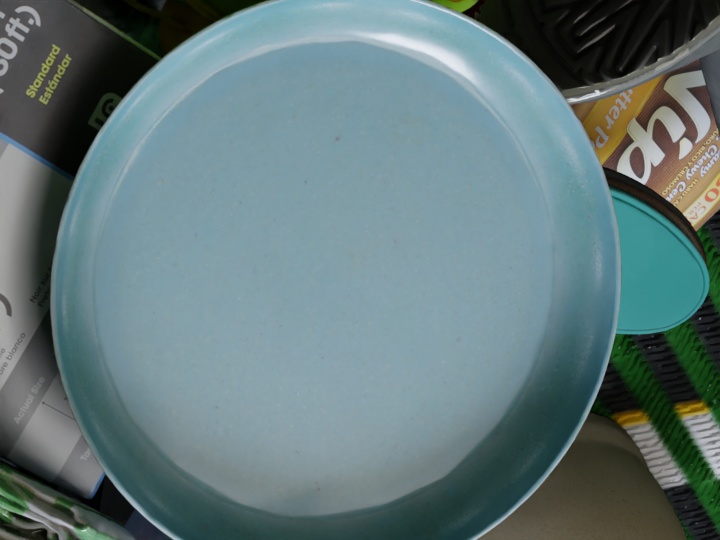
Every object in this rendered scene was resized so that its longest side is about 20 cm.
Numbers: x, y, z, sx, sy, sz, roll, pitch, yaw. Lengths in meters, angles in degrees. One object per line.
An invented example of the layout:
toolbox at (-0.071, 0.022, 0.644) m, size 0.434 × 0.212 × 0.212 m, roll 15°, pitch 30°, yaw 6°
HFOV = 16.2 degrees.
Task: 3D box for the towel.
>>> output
towel at (-0.168, 0.050, 0.838) m, size 0.024 × 0.199 × 0.153 m, roll -63°, pitch 173°, yaw -6°

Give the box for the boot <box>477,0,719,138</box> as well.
boot at (0.143, -0.078, 1.001) m, size 0.181 × 0.073 × 0.200 m, roll -24°, pitch 156°, yaw 1°

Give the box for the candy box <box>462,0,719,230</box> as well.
candy box at (0.103, -0.085, 1.060) m, size 0.115 × 0.055 × 0.200 m, roll -44°, pitch 141°, yaw 10°

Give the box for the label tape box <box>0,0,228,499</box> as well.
label tape box at (-0.142, -0.032, 0.845) m, size 0.199 × 0.066 × 0.144 m, roll 32°, pitch 86°, yaw -34°

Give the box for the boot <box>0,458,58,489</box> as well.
boot at (-0.192, 0.120, 1.006) m, size 0.199 × 0.065 × 0.166 m, roll 8°, pitch 107°, yaw -45°

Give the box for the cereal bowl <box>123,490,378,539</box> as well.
cereal bowl at (-0.058, 0.135, 0.961) m, size 0.201 × 0.083 × 0.200 m, roll -62°, pitch 174°, yaw -11°

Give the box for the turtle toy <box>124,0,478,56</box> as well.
turtle toy at (-0.016, -0.132, 0.876) m, size 0.145 × 0.102 × 0.200 m, roll -16°, pitch 151°, yaw 28°

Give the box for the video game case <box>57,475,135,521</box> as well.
video game case at (-0.055, 0.101, 1.065) m, size 0.180 × 0.025 × 0.202 m, roll -2°, pitch 106°, yaw -48°

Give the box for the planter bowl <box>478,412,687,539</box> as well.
planter bowl at (0.092, 0.190, 1.267) m, size 0.199 × 0.135 × 0.201 m, roll -21°, pitch 140°, yaw -19°

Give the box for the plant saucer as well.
plant saucer at (-0.009, 0.005, 0.858) m, size 0.198 × 0.027 × 0.202 m, roll -3°, pitch 99°, yaw -17°

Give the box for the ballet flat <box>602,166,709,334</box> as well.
ballet flat at (0.055, -0.027, 0.985) m, size 0.199 × 0.069 × 0.068 m, roll 15°, pitch 119°, yaw -40°

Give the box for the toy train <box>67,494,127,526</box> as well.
toy train at (-0.174, 0.127, 0.930) m, size 0.199 × 0.085 × 0.116 m, roll 21°, pitch 99°, yaw -43°
